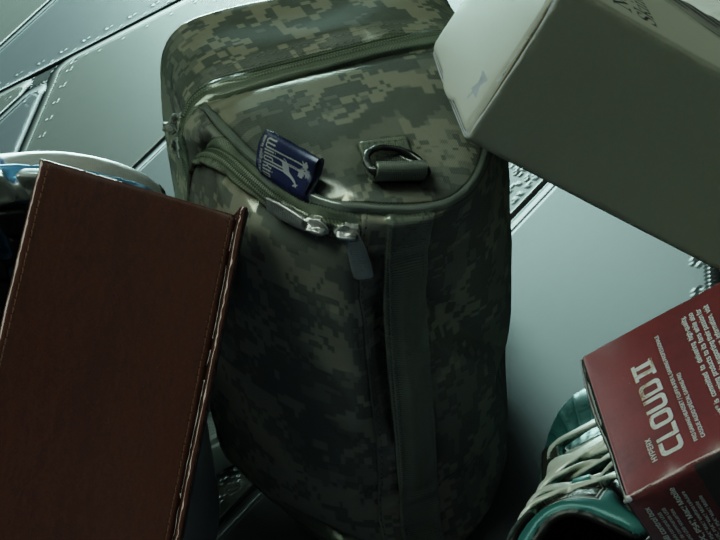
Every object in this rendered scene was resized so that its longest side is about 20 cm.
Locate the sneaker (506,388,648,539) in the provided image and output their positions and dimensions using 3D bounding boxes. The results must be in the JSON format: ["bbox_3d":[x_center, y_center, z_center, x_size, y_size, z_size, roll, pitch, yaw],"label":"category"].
[{"bbox_3d":[0.090,0.093,0.693,0.071,0.080,0.200,-28,30,15],"label":"sneaker"}]

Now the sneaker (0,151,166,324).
[{"bbox_3d":[-0.174,-0.022,0.777,0.199,0.075,0.087,-7,36,-3],"label":"sneaker"}]

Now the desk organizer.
[{"bbox_3d":[-0.102,0.070,0.689,0.072,0.077,0.201,142,141,-64],"label":"desk organizer"}]

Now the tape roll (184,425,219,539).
[{"bbox_3d":[-0.165,0.066,0.833,0.201,0.140,0.203,-2,42,2],"label":"tape roll"}]

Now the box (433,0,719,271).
[{"bbox_3d":[0.130,-0.050,0.732,0.069,0.199,0.082,-56,23,21],"label":"box"}]

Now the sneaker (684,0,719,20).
[{"bbox_3d":[0.200,-0.124,0.884,0.199,0.075,0.088,-9,38,39],"label":"sneaker"}]

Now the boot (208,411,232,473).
[{"bbox_3d":[-0.053,0.015,0.948,0.200,0.096,0.074,-40,29,-6],"label":"boot"}]

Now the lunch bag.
[{"bbox_3d":[0.000,0.000,0.799,0.139,0.201,0.168,-12,37,-10],"label":"lunch bag"}]

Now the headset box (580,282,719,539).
[{"bbox_3d":[0.172,0.059,0.585,0.199,0.149,0.075,-29,29,12],"label":"headset box"}]
